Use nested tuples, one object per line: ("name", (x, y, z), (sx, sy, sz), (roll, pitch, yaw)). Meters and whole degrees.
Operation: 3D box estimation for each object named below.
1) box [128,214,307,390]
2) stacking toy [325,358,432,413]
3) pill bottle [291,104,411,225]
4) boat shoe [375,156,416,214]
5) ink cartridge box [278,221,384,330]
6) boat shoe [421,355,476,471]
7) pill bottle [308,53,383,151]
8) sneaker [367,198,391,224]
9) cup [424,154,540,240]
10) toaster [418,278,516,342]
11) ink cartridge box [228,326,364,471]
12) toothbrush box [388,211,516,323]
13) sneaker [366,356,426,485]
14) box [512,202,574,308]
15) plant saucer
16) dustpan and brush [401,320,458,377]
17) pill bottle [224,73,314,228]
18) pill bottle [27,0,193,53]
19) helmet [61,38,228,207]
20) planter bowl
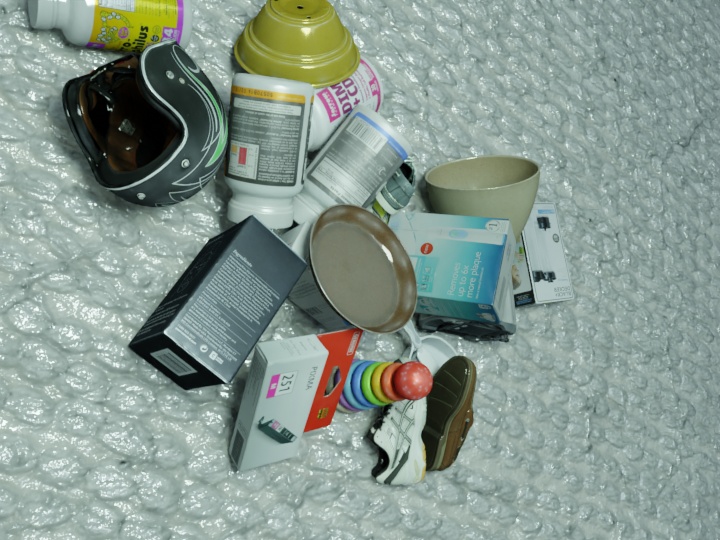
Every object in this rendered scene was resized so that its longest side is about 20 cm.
("box", (-0.189, 0.046, 0.924), (0.107, 0.148, 0.200), (42, 59, -19))
("stacking toy", (0.031, 0.162, 1.015), (0.085, 0.200, 0.086), (9, 73, -32))
("pill bottle", (-0.024, -0.142, 1.062), (0.114, 0.114, 0.200), (39, 92, -21))
("boat shoe", (0.074, -0.155, 1.160), (0.073, 0.062, 0.200), (47, 26, -10))
("ink cartridge box", (-0.077, -0.001, 1.032), (0.200, 0.116, 0.068), (40, 59, -21))
("boat shoe", (0.148, 0.231, 1.131), (0.068, 0.072, 0.201), (9, 107, -38))
("pill bottle", (-0.065, -0.260, 1.105), (0.200, 0.113, 0.114), (-40, 102, -34))
("sneaker", (0.020, -0.066, 1.141), (0.076, 0.075, 0.201), (12, 73, -31))
("cup", (0.219, -0.109, 1.237), (0.200, 0.200, 0.144), (-25, 119, -36))
("toaster", (0.194, 0.048, 1.210), (0.199, 0.113, 0.130), (13, 69, -30))
("ink cartridge box", (-0.080, 0.176, 0.956), (0.173, 0.201, 0.044), (-6, 37, -35))
("toothbrush box", (0.134, -0.008, 1.108), (0.085, 0.199, 0.147), (51, 51, -57))
("sneaker", (0.052, 0.236, 1.075), (0.087, 0.076, 0.201), (-2, 89, -13))
("box", (0.344, -0.031, 1.364), (0.116, 0.060, 0.201), (-2, 80, -35))
("plant saucer", (0.000, 0.000, 0.990), (0.200, 0.032, 0.201), (23, 53, -35))
("dustpan and brush", (0.100, 0.142, 1.153), (0.140, 0.057, 0.200), (-43, 104, -34))
("pill bottle", (-0.131, -0.167, 0.970), (0.116, 0.116, 0.201), (-2, 108, -35))
("pill bottle", (-0.339, -0.355, 0.946), (0.199, 0.104, 0.105), (-4, 81, -34))
("helmet", (-0.266, -0.183, 0.903), (0.200, 0.200, 0.191), (-37, 115, -35))
("planter bowl", (-0.095, -0.372, 1.068), (0.199, 0.084, 0.201), (4, 48, -5))
